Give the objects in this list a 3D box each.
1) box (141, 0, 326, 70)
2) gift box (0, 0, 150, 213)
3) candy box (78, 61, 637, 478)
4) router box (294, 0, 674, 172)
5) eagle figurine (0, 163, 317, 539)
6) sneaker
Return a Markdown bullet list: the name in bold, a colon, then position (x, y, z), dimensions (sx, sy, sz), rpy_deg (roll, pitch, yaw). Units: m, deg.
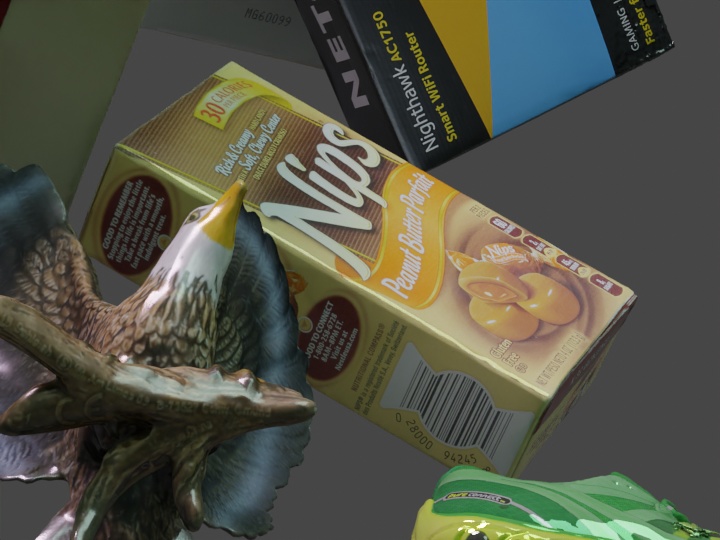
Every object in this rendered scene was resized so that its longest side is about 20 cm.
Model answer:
- **box**: position (-0.049, -0.197, 1.430), dimensions (0.151, 0.107, 0.200), rpy_deg (12, 31, -23)
- **gift box**: position (-0.185, -0.156, 1.167), dimensions (0.184, 0.187, 0.200), rpy_deg (7, 34, -31)
- **candy box**: position (0.000, 0.000, 1.191), dimensions (0.199, 0.056, 0.115), rpy_deg (31, 29, 9)
- **router box**: position (0.035, -0.159, 1.317), dimensions (0.149, 0.051, 0.201), rpy_deg (-27, 97, -23)
- **eagle figurine**: position (-0.078, 0.032, 1.029), dimensions (0.152, 0.150, 0.200), rpy_deg (60, -9, -12)
- **sneaker**: position (0.114, 0.111, 1.076), dimensions (0.199, 0.074, 0.084), rpy_deg (18, 33, -13)
